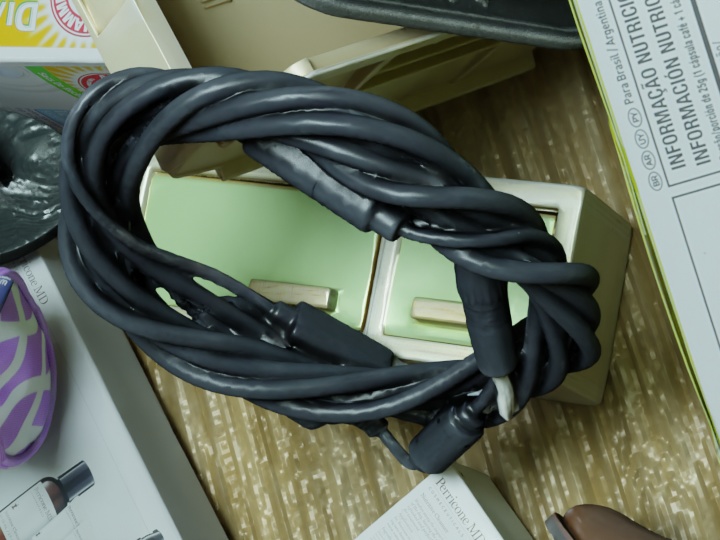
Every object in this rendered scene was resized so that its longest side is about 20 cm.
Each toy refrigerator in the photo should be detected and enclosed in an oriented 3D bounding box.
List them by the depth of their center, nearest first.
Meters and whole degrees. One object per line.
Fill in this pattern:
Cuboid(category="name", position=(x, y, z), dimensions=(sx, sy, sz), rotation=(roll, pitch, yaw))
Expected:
Cuboid(category="toy refrigerator", position=(0.000, 0.000, 0.868), dimensions=(0.199, 0.070, 0.076), rotation=(7, 80, 26))

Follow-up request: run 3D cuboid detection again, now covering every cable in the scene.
Cuboid(category="cable", position=(-0.015, -0.001, 0.746), dimensions=(0.163, 0.200, 0.051), rotation=(-29, 31, 48))

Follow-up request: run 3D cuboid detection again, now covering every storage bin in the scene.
Cuboid(category="storage bin", position=(-0.023, -0.158, 0.820), dimensions=(0.201, 0.198, 0.094), rotation=(61, 143, 9))

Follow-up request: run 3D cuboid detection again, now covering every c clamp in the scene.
Cuboid(category="c clamp", position=(0.030, -0.158, 0.781), dimensions=(0.027, 0.199, 0.172), rotation=(-32, 64, 54))

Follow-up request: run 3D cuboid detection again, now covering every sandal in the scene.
Cuboid(category="sandal", position=(-0.214, -0.049, 0.900), dimensions=(0.199, 0.048, 0.076), rotation=(11, 68, 4))

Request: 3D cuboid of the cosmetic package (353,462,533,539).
Cuboid(category="cosmetic package", position=(0.066, 0.175, 0.805), dimensions=(0.082, 0.051, 0.200), rotation=(-41, 65, 13))

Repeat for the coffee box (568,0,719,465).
Cuboid(category="coffee box", position=(0.190, -0.076, 0.692), dimensions=(0.197, 0.200, 0.201), rotation=(-17, 97, 20))

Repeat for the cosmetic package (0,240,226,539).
Cuboid(category="cosmetic package", position=(-0.119, 0.088, 0.903), dimensions=(0.082, 0.051, 0.200), rotation=(-36, 65, 11))

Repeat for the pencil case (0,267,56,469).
Cuboid(category="pencil case", position=(-0.219, 0.048, 0.864), dimensions=(0.199, 0.084, 0.086), rotation=(-5, 46, 17))

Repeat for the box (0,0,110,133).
Cuboid(category="box", position=(-0.141, -0.121, 0.939), dimensions=(0.199, 0.112, 0.102), rotation=(3, 77, 24))

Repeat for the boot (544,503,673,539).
Cuboid(category="boot", position=(0.188, 0.069, 0.772), dimensions=(0.186, 0.064, 0.200), rotation=(34, 90, 28))
